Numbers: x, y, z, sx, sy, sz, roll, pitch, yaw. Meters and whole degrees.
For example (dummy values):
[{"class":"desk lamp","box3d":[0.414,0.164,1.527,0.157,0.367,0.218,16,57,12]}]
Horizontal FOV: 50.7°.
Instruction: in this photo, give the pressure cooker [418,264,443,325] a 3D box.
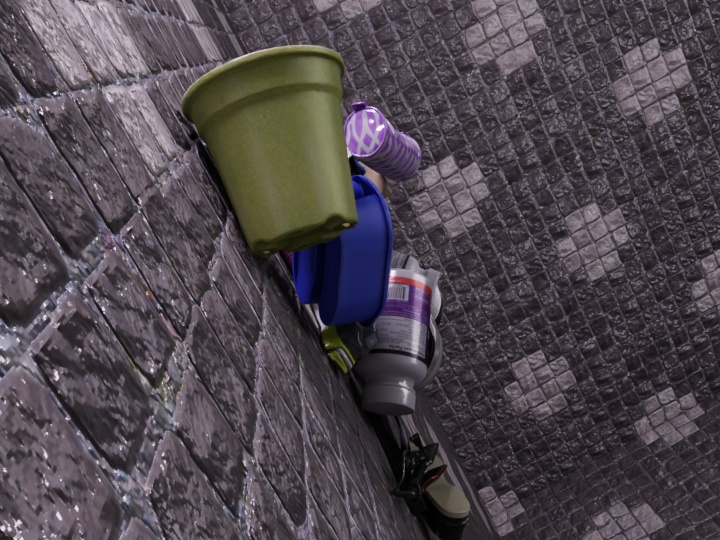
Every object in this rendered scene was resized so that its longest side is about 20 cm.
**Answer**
[{"class":"pressure cooker","box3d":[0.085,0.082,1.611,0.174,0.180,0.201,31,-27,4]}]

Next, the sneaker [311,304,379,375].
[{"class":"sneaker","box3d":[-0.019,0.075,1.126,0.075,0.080,0.201,61,3,-31]}]

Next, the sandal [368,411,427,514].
[{"class":"sandal","box3d":[0.062,0.272,1.168,0.203,0.042,0.076,64,3,28]}]

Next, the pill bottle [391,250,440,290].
[{"class":"pill bottle","box3d":[0.047,0.018,1.468,0.196,0.118,0.116,19,-3,7]}]

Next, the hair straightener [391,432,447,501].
[{"class":"hair straightener","box3d":[0.076,0.275,1.085,0.199,0.040,0.079,-4,72,-68]}]

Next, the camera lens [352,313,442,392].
[{"class":"camera lens","box3d":[0.064,0.134,1.327,0.163,0.158,0.200,62,2,13]}]

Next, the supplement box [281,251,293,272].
[{"class":"supplement box","box3d":[-0.093,-0.095,1.140,0.203,0.102,0.131,61,3,-18]}]

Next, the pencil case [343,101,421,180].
[{"class":"pencil case","box3d":[0.039,-0.204,1.230,0.199,0.082,0.088,11,77,-70]}]

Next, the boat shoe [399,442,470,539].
[{"class":"boat shoe","box3d":[0.109,0.347,1.208,0.202,0.072,0.065,-132,-134,-60]}]

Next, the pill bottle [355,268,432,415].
[{"class":"pill bottle","box3d":[0.050,0.111,1.159,0.112,0.109,0.205,57,37,-62]}]

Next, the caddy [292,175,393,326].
[{"class":"caddy","box3d":[-0.017,-0.024,1.013,0.141,0.103,0.205,39,-49,48]}]

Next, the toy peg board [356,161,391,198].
[{"class":"toy peg board","box3d":[-0.074,-0.158,1.345,0.097,0.198,0.202,37,19,-43]}]

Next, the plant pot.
[{"class":"plant pot","box3d":[-0.088,-0.122,0.871,0.200,0.196,0.189,41,33,-83]}]

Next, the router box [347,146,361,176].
[{"class":"router box","box3d":[-0.050,-0.181,1.154,0.202,0.051,0.158,62,0,32]}]
